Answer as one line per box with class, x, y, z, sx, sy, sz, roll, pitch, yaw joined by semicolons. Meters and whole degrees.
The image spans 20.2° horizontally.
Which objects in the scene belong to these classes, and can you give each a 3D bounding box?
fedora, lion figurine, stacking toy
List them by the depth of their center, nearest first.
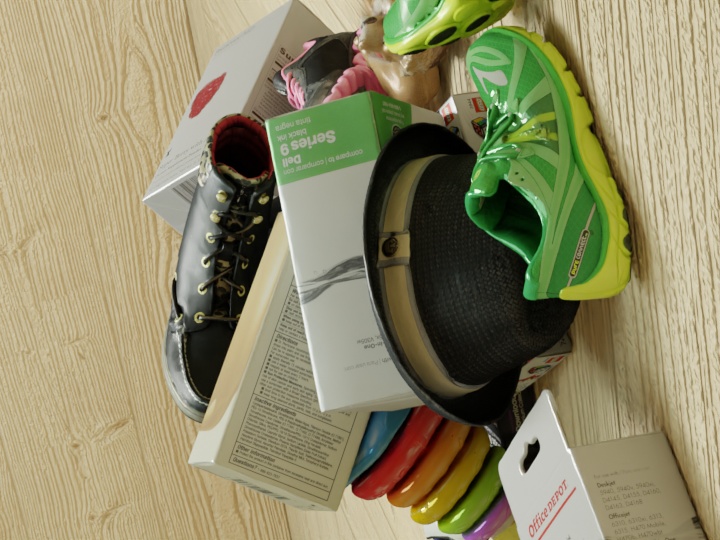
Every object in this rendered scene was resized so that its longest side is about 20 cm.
fedora;0.084;-0.006;1.274;0.200;0.091;0.202;26;-124;-48
stacking toy;0.081;0.162;1.496;0.200;0.116;0.110;37;140;-5
lion figurine;0.036;-0.172;1.542;0.123;0.072;0.200;64;-178;23

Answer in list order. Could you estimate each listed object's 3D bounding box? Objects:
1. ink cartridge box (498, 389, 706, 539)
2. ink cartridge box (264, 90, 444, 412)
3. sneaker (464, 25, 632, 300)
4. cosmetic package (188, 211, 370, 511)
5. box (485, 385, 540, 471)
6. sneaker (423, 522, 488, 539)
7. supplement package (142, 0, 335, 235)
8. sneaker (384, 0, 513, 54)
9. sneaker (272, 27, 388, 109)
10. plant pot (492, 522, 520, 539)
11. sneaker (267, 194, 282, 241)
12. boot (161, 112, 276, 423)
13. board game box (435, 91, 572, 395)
ink cartridge box;0.155;0.177;1.206;0.116;0.066;0.201;113;144;-56
ink cartridge box;0.016;-0.007;1.359;0.146;0.084;0.201;9;-111;-68
sneaker;0.097;-0.068;1.197;0.074;0.083;0.201;89;164;-54
cosmetic package;-0.039;0.063;1.457;0.071;0.105;0.201;-15;53;68
box;0.096;0.060;1.578;0.143;0.036;0.201;-135;34;-72
sneaker;0.070;0.177;1.792;0.200;0.080;0.116;-116;17;-49
supplement package;-0.083;-0.116;1.771;0.120;0.121;0.201;41;-133;-23
sneaker;0.056;-0.197;1.249;0.084;0.074;0.200;67;161;12
sneaker;-0.030;-0.146;1.667;0.200;0.095;0.079;-66;-29;-60
plant pot;0.124;0.252;1.346;0.200;0.141;0.201;167;90;-81
sneaker;-0.001;0.000;1.572;0.077;0.201;0.147;20;-107;-56
boot;-0.104;-0.002;1.521;0.154;0.073;0.204;106;167;-46
board game box;0.081;-0.010;1.441;0.126;0.034;0.201;-46;57;57
